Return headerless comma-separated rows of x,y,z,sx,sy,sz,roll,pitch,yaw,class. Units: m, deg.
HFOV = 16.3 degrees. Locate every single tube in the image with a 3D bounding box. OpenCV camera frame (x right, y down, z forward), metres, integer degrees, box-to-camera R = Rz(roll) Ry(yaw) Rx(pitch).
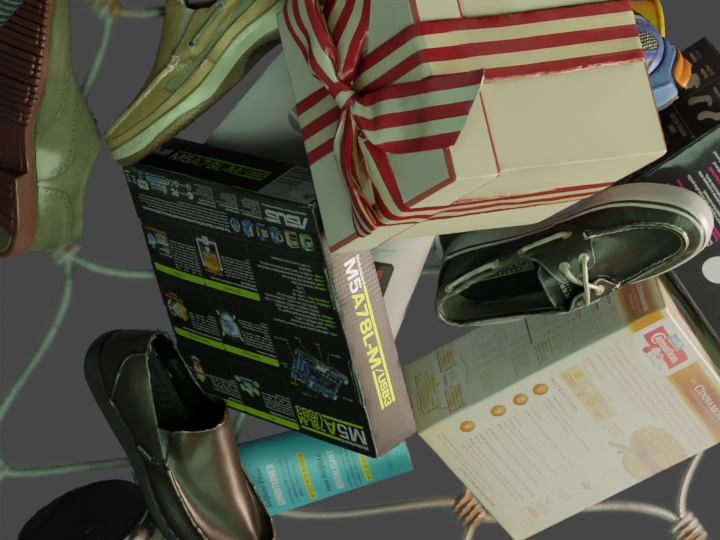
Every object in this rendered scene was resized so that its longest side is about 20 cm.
-0.062,0.149,1.835,0.199,0.050,0.078,-17,109,1,tube

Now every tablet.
-0.017,-0.097,1.704,0.130,0.014,0.200,29,127,-20,tablet

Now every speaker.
0.000,0.000,1.712,0.081,0.082,0.200,3,142,-14,speaker

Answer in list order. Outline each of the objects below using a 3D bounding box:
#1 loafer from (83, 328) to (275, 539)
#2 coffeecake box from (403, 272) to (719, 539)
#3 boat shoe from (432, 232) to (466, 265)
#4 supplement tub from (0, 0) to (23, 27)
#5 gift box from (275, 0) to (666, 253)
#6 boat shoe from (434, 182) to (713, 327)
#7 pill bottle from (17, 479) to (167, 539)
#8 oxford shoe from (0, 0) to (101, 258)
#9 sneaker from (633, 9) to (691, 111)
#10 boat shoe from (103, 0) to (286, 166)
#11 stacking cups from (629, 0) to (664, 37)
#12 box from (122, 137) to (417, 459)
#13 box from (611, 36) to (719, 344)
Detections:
-0.120,0.127,1.755,0.071,0.073,0.201,-25,102,47,loafer
0.157,0.090,1.798,0.199,0.073,0.154,-28,132,15,coffeecake box
0.091,-0.007,1.781,0.071,0.069,0.200,-41,116,8,boat shoe
-0.276,-0.202,1.570,0.140,0.140,0.200,38,101,-25,supplement tub
0.061,-0.126,1.537,0.186,0.200,0.186,-8,74,-29,gift box
0.143,-0.001,1.688,0.199,0.064,0.071,-16,123,27,boat shoe
-0.166,0.261,1.822,0.111,0.112,0.201,-23,116,-2,pill bottle
-0.211,-0.109,1.680,0.074,0.070,0.201,-8,117,-39,oxford shoe
0.121,-0.111,1.691,0.199,0.075,0.079,-33,106,4,sneaker
-0.106,-0.158,1.677,0.200,0.072,0.076,-43,102,0,boat shoe
0.106,-0.160,1.728,0.198,0.061,0.061,0,114,-7,stacking cups
-0.063,0.016,1.692,0.047,0.199,0.194,-36,122,-32,box
0.260,-0.038,1.771,0.114,0.132,0.200,-33,117,7,box
